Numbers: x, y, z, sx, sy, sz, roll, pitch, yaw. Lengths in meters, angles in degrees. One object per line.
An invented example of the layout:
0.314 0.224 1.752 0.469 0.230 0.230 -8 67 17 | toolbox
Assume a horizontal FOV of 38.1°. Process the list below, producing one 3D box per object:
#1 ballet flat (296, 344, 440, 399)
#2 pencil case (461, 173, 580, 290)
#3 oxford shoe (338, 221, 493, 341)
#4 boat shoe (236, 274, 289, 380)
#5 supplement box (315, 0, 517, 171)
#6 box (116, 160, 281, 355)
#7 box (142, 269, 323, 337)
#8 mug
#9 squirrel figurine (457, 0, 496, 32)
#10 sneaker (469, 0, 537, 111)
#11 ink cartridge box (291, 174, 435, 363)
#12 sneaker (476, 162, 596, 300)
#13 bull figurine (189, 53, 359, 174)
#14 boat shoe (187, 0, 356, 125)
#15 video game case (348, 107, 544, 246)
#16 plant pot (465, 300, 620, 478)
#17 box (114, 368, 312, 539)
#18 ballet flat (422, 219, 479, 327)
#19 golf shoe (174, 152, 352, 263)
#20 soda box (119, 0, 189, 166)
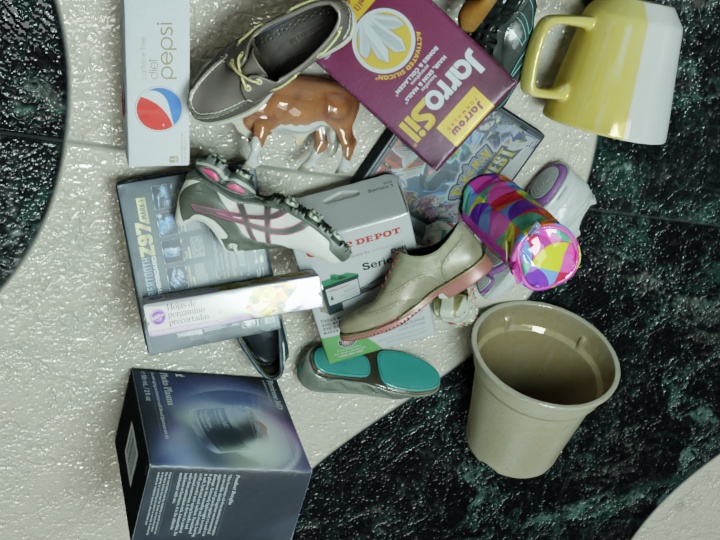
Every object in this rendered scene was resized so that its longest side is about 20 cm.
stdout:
0.009 0.140 1.395 0.199 0.068 0.064 11 143 -23 | ballet flat
0.181 -0.048 1.220 0.088 0.200 0.089 -5 113 -12 | pencil case
0.051 0.013 1.206 0.200 0.070 0.075 -31 102 10 | oxford shoe
-0.135 0.047 1.280 0.075 0.062 0.201 -13 121 -2 | boat shoe
0.051 -0.221 1.114 0.200 0.103 0.131 42 101 -2 | supplement box
-0.185 -0.016 1.196 0.157 0.051 0.201 -12 101 -13 | box
-0.141 0.036 1.167 0.199 0.041 0.039 -9 101 -10 | box
0.294 -0.238 1.207 0.186 0.149 0.154 -14 122 -54 | mug
0.106 -0.386 1.082 0.186 0.141 0.200 32 78 -13 | squirrel figurine
0.163 -0.275 1.196 0.079 0.075 0.201 5 110 -53 | sneaker
0.000 0.000 1.267 0.146 0.084 0.200 -16 130 0 | ink cartridge box
0.230 -0.036 1.343 0.099 0.075 0.200 31 100 -33 | sneaker
-0.090 -0.171 1.153 0.199 0.065 0.122 1 97 -24 | bull figurine
-0.096 -0.212 1.052 0.200 0.060 0.072 -29 93 11 | boat shoe
0.102 -0.127 1.282 0.180 0.026 0.200 26 108 -29 | video game case
0.227 0.175 1.418 0.200 0.201 0.184 -2 131 -18 | plant pot
-0.186 0.226 1.287 0.198 0.200 0.124 7 116 -23 | box
0.109 0.021 1.326 0.075 0.064 0.200 0 138 16 | ballet flat
-0.106 -0.050 1.146 0.200 0.077 0.088 29 95 -1 | golf shoe
-0.217 -0.212 1.099 0.068 0.064 0.201 -4 120 -16 | soda box
